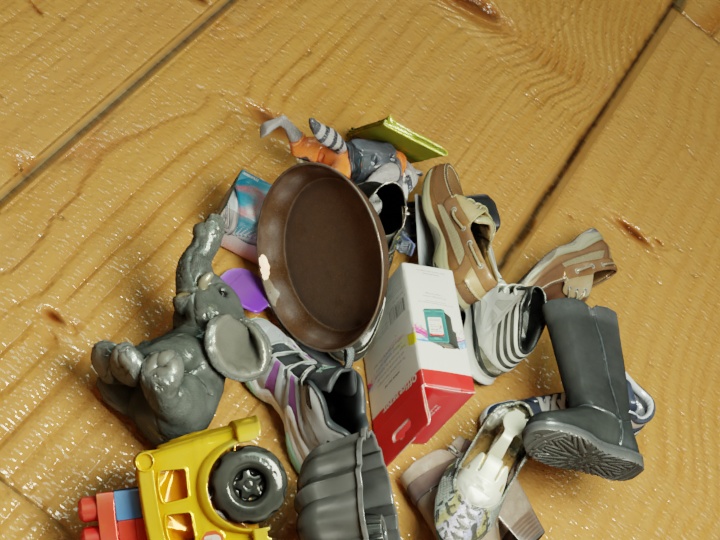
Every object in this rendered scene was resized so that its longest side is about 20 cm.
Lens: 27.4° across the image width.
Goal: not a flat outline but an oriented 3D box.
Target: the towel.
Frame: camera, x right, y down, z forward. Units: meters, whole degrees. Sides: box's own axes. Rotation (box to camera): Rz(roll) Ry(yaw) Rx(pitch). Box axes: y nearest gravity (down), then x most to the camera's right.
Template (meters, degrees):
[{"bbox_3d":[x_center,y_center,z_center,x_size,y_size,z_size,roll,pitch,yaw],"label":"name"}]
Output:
[{"bbox_3d":[0.042,-0.154,1.767,0.086,0.200,0.018,25,86,-12],"label":"towel"}]

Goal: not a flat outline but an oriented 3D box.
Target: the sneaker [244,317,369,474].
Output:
[{"bbox_3d":[-0.048,0.107,1.527,0.078,0.140,0.200,-19,67,-38],"label":"sneaker"}]

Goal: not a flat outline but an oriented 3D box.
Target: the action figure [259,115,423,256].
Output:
[{"bbox_3d":[0.002,-0.108,1.704,0.193,0.105,0.200,5,30,-44],"label":"action figure"}]

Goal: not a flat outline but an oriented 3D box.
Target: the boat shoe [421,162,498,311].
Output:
[{"bbox_3d":[0.123,-0.043,1.724,0.076,0.074,0.201,43,31,-47],"label":"boat shoe"}]

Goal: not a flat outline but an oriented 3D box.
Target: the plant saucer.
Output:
[{"bbox_3d":[-0.035,-0.015,1.557,0.034,0.200,0.201,-9,61,-42],"label":"plant saucer"}]

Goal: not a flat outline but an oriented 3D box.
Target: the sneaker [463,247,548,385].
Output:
[{"bbox_3d":[0.172,0.027,1.726,0.076,0.115,0.201,25,47,-37],"label":"sneaker"}]

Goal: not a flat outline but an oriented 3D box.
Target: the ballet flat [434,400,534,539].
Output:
[{"bbox_3d":[0.132,0.201,1.530,0.072,0.072,0.200,37,43,0],"label":"ballet flat"}]

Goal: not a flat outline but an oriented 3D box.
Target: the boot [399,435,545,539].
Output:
[{"bbox_3d":[0.096,0.264,1.550,0.146,0.070,0.200,44,45,16],"label":"boot"}]

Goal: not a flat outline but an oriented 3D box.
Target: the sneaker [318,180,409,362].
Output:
[{"bbox_3d":[0.000,0.000,1.585,0.075,0.106,0.201,8,87,-12],"label":"sneaker"}]

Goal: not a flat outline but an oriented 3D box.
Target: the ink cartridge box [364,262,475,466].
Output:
[{"bbox_3d":[0.061,0.107,1.609,0.067,0.116,0.201,10,52,-25],"label":"ink cartridge box"}]

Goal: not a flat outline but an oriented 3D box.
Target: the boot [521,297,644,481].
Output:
[{"bbox_3d":[0.227,0.114,1.596,0.165,0.066,0.201,25,48,-36],"label":"boot"}]

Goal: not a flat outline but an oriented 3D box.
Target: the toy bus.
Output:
[{"bbox_3d":[-0.158,0.248,1.362,0.191,0.136,0.201,-10,85,-12],"label":"toy bus"}]

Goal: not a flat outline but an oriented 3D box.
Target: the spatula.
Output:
[{"bbox_3d":[-0.074,0.066,1.626,0.200,0.021,0.057,41,42,1],"label":"spatula"}]

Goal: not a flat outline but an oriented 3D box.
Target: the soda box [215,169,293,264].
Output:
[{"bbox_3d":[-0.068,-0.030,1.671,0.200,0.068,0.064,27,48,-11],"label":"soda box"}]

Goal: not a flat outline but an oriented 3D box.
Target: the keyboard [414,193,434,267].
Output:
[{"bbox_3d":[0.085,0.007,1.737,0.056,0.011,0.201,26,52,-44],"label":"keyboard"}]

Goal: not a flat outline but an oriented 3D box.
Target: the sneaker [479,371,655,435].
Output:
[{"bbox_3d":[0.240,0.160,1.677,0.199,0.109,0.070,8,52,-25],"label":"sneaker"}]

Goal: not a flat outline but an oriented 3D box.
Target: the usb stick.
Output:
[{"bbox_3d":[0.088,-0.062,1.815,0.199,0.033,0.056,-7,67,-34],"label":"usb stick"}]

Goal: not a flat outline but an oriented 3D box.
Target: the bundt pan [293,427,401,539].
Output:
[{"bbox_3d":[-0.012,0.257,1.417,0.075,0.202,0.202,-11,54,8],"label":"bundt pan"}]

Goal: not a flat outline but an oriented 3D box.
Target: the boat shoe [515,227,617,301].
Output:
[{"bbox_3d":[0.254,0.012,1.827,0.200,0.076,0.072,-30,76,-40],"label":"boat shoe"}]

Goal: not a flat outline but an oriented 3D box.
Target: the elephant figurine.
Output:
[{"bbox_3d":[-0.160,0.072,1.488,0.141,0.155,0.200,29,51,24],"label":"elephant figurine"}]
